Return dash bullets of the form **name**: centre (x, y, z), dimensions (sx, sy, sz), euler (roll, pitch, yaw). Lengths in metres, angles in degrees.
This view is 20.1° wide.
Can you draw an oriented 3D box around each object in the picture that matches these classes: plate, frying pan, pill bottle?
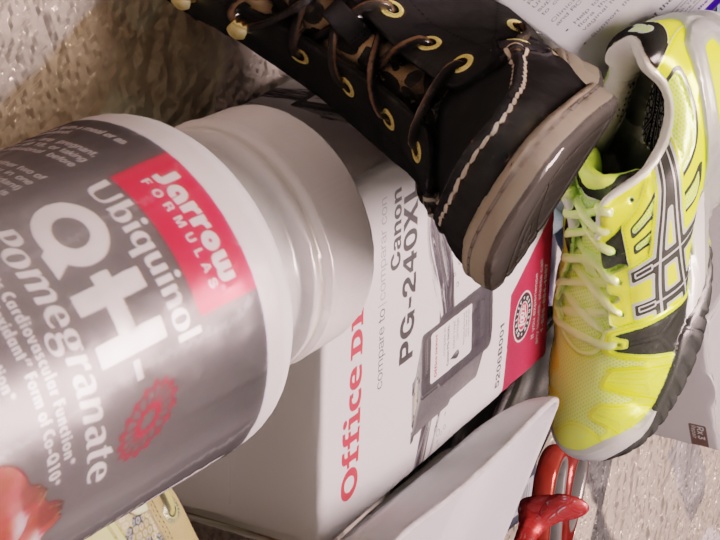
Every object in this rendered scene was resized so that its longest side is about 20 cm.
- **plate**: centre (0.003, 0.154, 0.814), dimensions (0.199, 0.032, 0.201), euler (-29, 144, -62)
- **frying pan**: centre (0.072, 0.091, 0.982), dimensions (0.115, 0.031, 0.190), euler (-54, 158, -34)
- **pill bottle**: centre (-0.090, 0.020, 0.583), dimensions (0.200, 0.110, 0.111), euler (-29, 127, -43)

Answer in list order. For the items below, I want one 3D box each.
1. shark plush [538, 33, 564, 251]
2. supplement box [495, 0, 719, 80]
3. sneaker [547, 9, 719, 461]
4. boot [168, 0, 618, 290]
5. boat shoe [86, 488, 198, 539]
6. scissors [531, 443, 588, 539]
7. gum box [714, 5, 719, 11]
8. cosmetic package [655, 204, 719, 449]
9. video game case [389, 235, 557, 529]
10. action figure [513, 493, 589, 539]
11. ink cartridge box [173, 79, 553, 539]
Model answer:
- **shark plush**: centre (0.091, -0.035, 0.978), dimensions (0.083, 0.091, 0.200), euler (-42, 143, -30)
- **supplement box**: centre (0.077, -0.160, 0.818), dimensions (0.103, 0.101, 0.200), euler (-46, 154, 14)
- **sneaker**: centre (0.108, -0.016, 0.863), dimensions (0.076, 0.075, 0.201), euler (3, 105, -41)
- **boot**: centre (0.005, -0.073, 0.661), dimensions (0.073, 0.150, 0.200), euler (-56, -178, 17)
- **boat shoe**: centre (-0.078, 0.101, 0.713), dimensions (0.063, 0.073, 0.200), euler (-57, 146, -28)
- **scissors**: centre (0.089, 0.175, 0.992), dimensions (0.073, 0.014, 0.201), euler (-33, 130, -67)
- **gum box**: centre (0.168, -0.174, 1.038), dimensions (0.170, 0.044, 0.201), euler (-50, 145, -68)
- **cosmetic package**: centre (0.209, -0.006, 1.200), dimensions (0.200, 0.081, 0.113), euler (-53, 144, -36)
- **video game case**: centre (0.058, 0.050, 1.005), dimensions (0.143, 0.019, 0.201), euler (-25, 123, -57)
- **action figure**: centre (0.084, 0.184, 0.845), dimensions (0.200, 0.099, 0.065), euler (-61, 138, -42)
- **ink cartridge box**: centre (0.000, 0.000, 0.801), dimensions (0.200, 0.083, 0.146), euler (-36, 133, -53)
